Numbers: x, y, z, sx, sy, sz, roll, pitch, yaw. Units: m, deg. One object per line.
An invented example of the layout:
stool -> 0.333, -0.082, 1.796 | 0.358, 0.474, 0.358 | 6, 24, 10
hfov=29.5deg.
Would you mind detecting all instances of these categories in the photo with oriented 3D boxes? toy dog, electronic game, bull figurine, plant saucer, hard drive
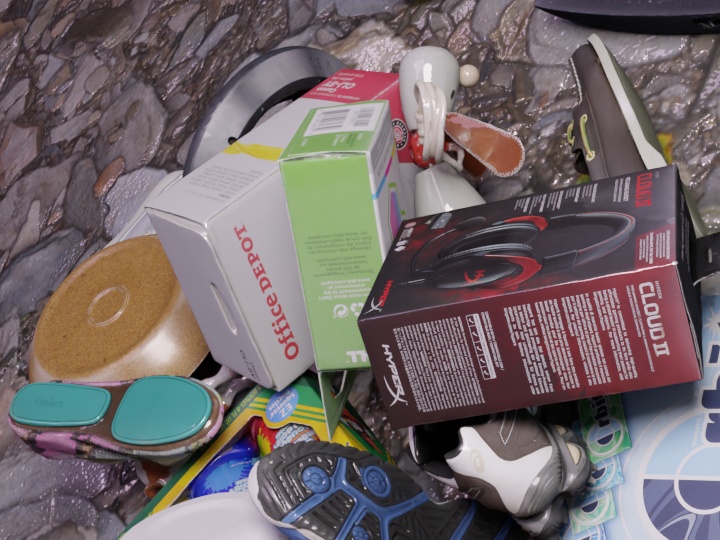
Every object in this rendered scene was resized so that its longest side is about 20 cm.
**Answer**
toy dog -> 0.084, -0.052, 0.945 | 0.096, 0.201, 0.132 | -6, 20, -6
electronic game -> -0.061, -0.074, 1.056 | 0.042, 0.200, 0.200 | 23, 78, 37
bull figurine -> -0.148, 0.107, 1.107 | 0.121, 0.065, 0.200 | -41, 45, 1
plant saucer -> -0.200, 0.038, 1.128 | 0.200, 0.035, 0.201 | -19, 43, 19
hard drive -> 0.235, -0.235, 1.015 | 0.200, 0.042, 0.135 | 13, 71, 49

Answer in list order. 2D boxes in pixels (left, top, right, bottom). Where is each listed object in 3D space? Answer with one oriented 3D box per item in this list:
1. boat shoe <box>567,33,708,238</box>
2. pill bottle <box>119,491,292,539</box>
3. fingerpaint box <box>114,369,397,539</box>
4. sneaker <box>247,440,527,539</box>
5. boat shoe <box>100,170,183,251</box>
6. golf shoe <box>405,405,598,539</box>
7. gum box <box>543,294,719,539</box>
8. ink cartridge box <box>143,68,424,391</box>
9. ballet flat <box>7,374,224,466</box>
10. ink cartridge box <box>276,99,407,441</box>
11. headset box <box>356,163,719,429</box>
boat shoe -> 0.173, -0.083, 0.934 | 0.060, 0.072, 0.202 | -31, 45, 18
pill bottle -> -0.074, 0.242, 0.820 | 0.112, 0.201, 0.112 | -11, 10, 2
fingerpaint box -> -0.067, 0.185, 0.956 | 0.200, 0.073, 0.167 | -47, 39, 5
sneaker -> 0.011, 0.163, 0.805 | 0.077, 0.200, 0.076 | -37, 37, 35
boat shoe -> -0.190, -0.003, 1.227 | 0.071, 0.070, 0.201 | 17, 71, 53
golf shoe -> 0.069, 0.094, 0.843 | 0.078, 0.094, 0.200 | -64, 15, 0
gum box -> 0.213, 0.095, 0.776 | 0.200, 0.045, 0.170 | -6, 56, 41
ink cartridge box -> -0.036, -0.034, 0.986 | 0.200, 0.145, 0.083 | -38, 33, -27
ballet flat -> -0.173, 0.117, 1.021 | 0.200, 0.071, 0.069 | -3, 49, 29
ink cartridge box -> 0.000, 0.000, 0.896 | 0.059, 0.201, 0.104 | -4, 23, 11
headset box -> 0.114, 0.011, 0.797 | 0.199, 0.075, 0.149 | -11, 22, 18
